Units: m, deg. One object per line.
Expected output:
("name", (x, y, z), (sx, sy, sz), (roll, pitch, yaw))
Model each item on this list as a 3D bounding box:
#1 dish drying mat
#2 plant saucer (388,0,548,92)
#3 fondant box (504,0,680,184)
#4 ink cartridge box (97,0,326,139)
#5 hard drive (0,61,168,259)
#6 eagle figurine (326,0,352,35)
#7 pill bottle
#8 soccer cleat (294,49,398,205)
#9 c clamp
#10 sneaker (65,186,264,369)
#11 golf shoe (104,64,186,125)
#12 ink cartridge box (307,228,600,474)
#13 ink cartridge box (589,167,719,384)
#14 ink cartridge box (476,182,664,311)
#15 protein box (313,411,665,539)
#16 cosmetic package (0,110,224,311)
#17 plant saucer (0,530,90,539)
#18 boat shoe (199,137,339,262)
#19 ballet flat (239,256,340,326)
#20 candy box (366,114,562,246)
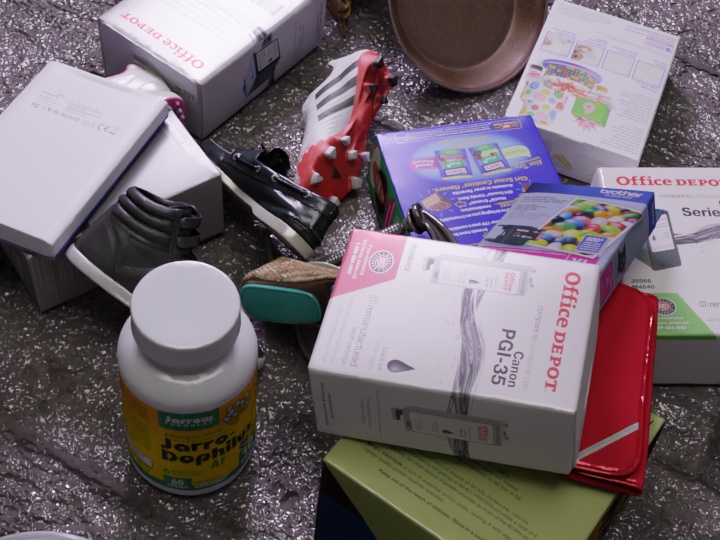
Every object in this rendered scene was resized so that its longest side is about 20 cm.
("dish drying mat", (0.195, 0.084, 1.068), (0.076, 0.018, 0.201), (13, 48, 3))
("plant saucer", (0.110, -0.292, 1.448), (0.199, 0.202, 0.037), (-24, 15, -22))
("fondant box", (0.243, -0.187, 1.429), (0.143, 0.058, 0.201), (19, 52, 9))
("ink cartridge box", (-0.154, -0.252, 1.419), (0.146, 0.086, 0.200), (34, 58, 19))
("hard drive", (-0.280, -0.105, 1.228), (0.131, 0.025, 0.201), (20, 51, 14))
("eagle figurine", (0.024, -0.359, 1.487), (0.151, 0.152, 0.200), (42, 76, -10))
("pill bottle", (-0.138, 0.086, 1.087), (0.112, 0.201, 0.114), (3, 52, -4))
("soccer cleat", (-0.031, -0.139, 1.364), (0.085, 0.069, 0.201), (2, 59, 38))
("c clamp", (0.000, 0.000, 1.224), (0.199, 0.027, 0.172), (-20, 58, 19))
("sneaker", (-0.150, 0.003, 1.183), (0.199, 0.071, 0.100), (35, 96, -8))
("golf shoe", (-0.271, -0.135, 1.320), (0.199, 0.076, 0.092), (-27, 60, -20))
("ink cartridge box", (0.075, 0.058, 1.022), (0.198, 0.083, 0.147), (8, 50, 12))
("ink cartridge box", (0.298, 0.002, 1.271), (0.144, 0.084, 0.201), (0, 52, -6))
("ink cartridge box", (0.179, -0.029, 1.163), (0.118, 0.042, 0.200), (7, 28, 28))
("protein box", (0.100, 0.171, 1.086), (0.198, 0.135, 0.200), (31, 55, 18))
("cosmetic package", (-0.235, -0.058, 1.262), (0.199, 0.091, 0.107), (-29, 57, -21))
("plant saucer", (-0.252, 0.280, 1.021), (0.198, 0.050, 0.201), (3, 52, -3))
("boat shoe", (-0.088, -0.084, 1.277), (0.066, 0.075, 0.199), (-46, 43, -4))
("ballet flat", (-0.014, 0.020, 1.174), (0.199, 0.071, 0.065), (13, 41, 31))
("candy box", (0.112, -0.045, 1.293), (0.167, 0.077, 0.201), (-8, 53, -13))
